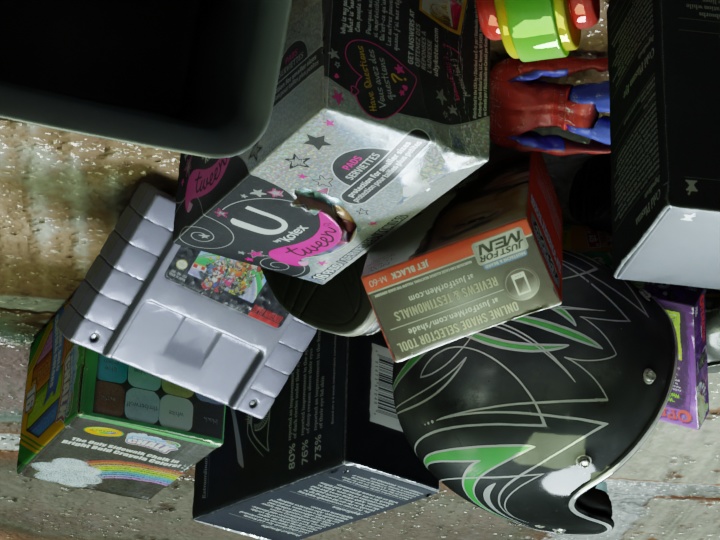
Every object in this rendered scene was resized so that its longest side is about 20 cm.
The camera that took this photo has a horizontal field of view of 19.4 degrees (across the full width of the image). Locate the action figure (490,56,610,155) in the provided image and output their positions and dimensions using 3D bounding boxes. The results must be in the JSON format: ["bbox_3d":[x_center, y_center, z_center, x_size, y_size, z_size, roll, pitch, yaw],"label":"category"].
[{"bbox_3d":[0.148,-0.100,1.322,0.199,0.052,0.066,9,117,14],"label":"action figure"}]

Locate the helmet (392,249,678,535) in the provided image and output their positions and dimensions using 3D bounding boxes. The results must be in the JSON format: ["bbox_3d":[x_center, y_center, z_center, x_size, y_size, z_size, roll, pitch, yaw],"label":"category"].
[{"bbox_3d":[0.120,0.076,1.425,0.199,0.201,0.191,-5,151,13],"label":"helmet"}]

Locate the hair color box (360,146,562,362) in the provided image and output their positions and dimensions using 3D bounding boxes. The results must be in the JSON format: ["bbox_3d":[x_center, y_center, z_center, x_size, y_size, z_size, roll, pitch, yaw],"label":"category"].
[{"bbox_3d":[0.069,-0.019,1.342,0.111,0.200,0.064,-20,106,11],"label":"hair color box"}]

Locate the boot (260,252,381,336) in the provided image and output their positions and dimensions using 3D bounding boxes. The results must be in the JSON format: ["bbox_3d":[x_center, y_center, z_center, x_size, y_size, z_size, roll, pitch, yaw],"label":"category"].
[{"bbox_3d":[0.000,-0.002,1.449,0.154,0.074,0.203,19,-169,-39],"label":"boot"}]

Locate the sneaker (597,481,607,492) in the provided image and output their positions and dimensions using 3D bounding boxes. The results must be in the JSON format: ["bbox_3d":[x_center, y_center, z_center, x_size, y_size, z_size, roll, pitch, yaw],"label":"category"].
[{"bbox_3d":[0.179,0.128,1.728,0.079,0.131,0.200,3,154,-1],"label":"sneaker"}]

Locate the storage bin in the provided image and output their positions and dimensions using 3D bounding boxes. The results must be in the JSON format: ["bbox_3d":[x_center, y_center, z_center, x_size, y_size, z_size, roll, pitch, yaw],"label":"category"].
[{"bbox_3d":[-0.154,-0.149,1.182,0.199,0.146,0.134,10,-179,-18],"label":"storage bin"}]

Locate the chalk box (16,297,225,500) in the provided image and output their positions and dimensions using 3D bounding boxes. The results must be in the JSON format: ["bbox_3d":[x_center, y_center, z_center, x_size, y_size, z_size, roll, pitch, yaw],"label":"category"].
[{"bbox_3d":[-0.181,0.088,1.675,0.125,0.124,0.200,15,151,-24],"label":"chalk box"}]

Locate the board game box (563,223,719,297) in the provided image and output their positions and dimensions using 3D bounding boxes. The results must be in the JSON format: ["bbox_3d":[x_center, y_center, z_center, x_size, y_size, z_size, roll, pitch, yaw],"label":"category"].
[{"bbox_3d":[0.230,0.001,1.580,0.199,0.030,0.096,2,155,-7],"label":"board game box"}]

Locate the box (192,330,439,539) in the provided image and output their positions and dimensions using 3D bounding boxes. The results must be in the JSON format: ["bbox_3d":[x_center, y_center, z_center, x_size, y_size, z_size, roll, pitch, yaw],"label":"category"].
[{"bbox_3d":[-0.037,0.125,1.715,0.104,0.148,0.200,21,150,-36],"label":"box"}]

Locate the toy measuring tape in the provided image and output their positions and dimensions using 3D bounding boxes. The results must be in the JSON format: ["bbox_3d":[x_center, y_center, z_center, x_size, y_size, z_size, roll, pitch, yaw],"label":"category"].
[{"bbox_3d":[0.090,-0.155,1.147,0.073,0.074,0.200,-6,175,15],"label":"toy measuring tape"}]

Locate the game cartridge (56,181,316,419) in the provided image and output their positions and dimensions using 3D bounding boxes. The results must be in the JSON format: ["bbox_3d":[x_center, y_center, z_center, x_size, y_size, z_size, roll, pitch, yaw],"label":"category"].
[{"bbox_3d":[-0.113,0.025,1.549,0.200,0.038,0.130,26,102,-42],"label":"game cartridge"}]

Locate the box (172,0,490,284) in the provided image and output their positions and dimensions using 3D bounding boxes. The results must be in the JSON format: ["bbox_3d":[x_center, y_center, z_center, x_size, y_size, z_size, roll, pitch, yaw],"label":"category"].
[{"bbox_3d":[-0.021,-0.094,1.265,0.114,0.133,0.200,16,151,-25],"label":"box"}]

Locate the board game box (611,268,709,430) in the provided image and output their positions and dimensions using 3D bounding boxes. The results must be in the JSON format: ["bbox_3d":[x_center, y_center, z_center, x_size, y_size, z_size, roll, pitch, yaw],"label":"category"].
[{"bbox_3d":[0.157,0.045,1.544,0.199,0.032,0.120,13,128,25],"label":"board game box"}]

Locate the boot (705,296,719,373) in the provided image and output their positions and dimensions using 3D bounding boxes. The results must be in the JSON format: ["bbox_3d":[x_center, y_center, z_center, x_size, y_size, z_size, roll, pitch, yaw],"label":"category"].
[{"bbox_3d":[0.264,0.065,1.601,0.200,0.073,0.182,-17,138,26],"label":"boot"}]

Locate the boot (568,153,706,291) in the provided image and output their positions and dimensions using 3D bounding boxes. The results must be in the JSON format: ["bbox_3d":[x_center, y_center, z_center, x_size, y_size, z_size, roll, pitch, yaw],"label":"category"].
[{"bbox_3d":[0.257,-0.044,1.426,0.162,0.074,0.198,21,156,-31],"label":"boot"}]

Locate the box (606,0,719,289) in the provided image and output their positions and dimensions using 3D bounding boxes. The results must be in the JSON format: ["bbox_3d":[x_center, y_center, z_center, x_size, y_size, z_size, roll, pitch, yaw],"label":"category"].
[{"bbox_3d":[0.250,-0.086,1.209,0.199,0.183,0.104,6,155,-9],"label":"box"}]
